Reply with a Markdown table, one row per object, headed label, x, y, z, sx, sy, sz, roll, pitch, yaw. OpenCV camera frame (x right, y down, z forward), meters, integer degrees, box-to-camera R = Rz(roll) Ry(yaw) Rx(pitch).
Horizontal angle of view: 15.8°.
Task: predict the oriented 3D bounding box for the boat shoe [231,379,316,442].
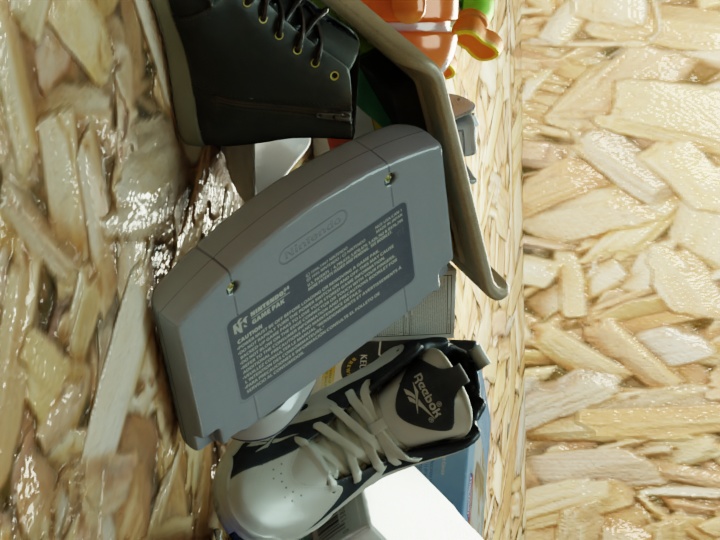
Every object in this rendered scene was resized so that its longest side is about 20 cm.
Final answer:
| label | x | y | z | sx | sy | sz | roll | pitch | yaw |
| --- | --- | --- | --- | --- | --- | --- | --- | --- | --- |
| boat shoe | -0.051 | 0.047 | 1.600 | 0.200 | 0.073 | 0.067 | -80 | 165 | -50 |

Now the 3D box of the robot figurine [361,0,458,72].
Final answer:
| label | x | y | z | sx | sy | sz | roll | pitch | yaw |
| --- | --- | --- | --- | --- | --- | --- | --- | --- | --- |
| robot figurine | 0.015 | -0.214 | 1.880 | 0.116 | 0.144 | 0.201 | -6 | 98 | -52 |

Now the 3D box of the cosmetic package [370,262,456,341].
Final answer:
| label | x | y | z | sx | sy | sz | roll | pitch | yaw |
| --- | --- | --- | --- | --- | --- | --- | --- | --- | --- |
| cosmetic package | 0.000 | 0.000 | 1.702 | 0.200 | 0.082 | 0.051 | -130 | -139 | -72 |

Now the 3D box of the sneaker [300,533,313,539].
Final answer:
| label | x | y | z | sx | sy | sz | roll | pitch | yaw |
| --- | --- | --- | --- | --- | --- | --- | --- | --- | --- |
| sneaker | -0.036 | 0.202 | 1.689 | 0.074 | 0.082 | 0.200 | 82 | 12 | -48 |

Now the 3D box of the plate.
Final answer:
| label | x | y | z | sx | sy | sz | roll | pitch | yaw |
| --- | --- | --- | --- | --- | --- | --- | --- | --- | --- |
| plate | -0.064 | -0.156 | 1.640 | 0.200 | 0.032 | 0.201 | -58 | 148 | -72 |

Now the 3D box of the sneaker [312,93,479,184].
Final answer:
| label | x | y | z | sx | sy | sz | roll | pitch | yaw |
| --- | --- | --- | --- | --- | --- | --- | --- | --- | --- |
| sneaker | 0.029 | -0.094 | 1.980 | 0.200 | 0.115 | 0.075 | -65 | 154 | -69 |

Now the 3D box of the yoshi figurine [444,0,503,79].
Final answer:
| label | x | y | z | sx | sy | sz | roll | pitch | yaw |
| --- | --- | --- | --- | --- | --- | --- | --- | --- | --- |
| yoshi figurine | 0.107 | -0.283 | 2.556 | 0.112 | 0.112 | 0.201 | 107 | -12 | -59 |

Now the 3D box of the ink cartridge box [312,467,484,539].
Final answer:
| label | x | y | z | sx | sy | sz | roll | pitch | yaw |
| --- | --- | --- | --- | --- | --- | --- | --- | --- | --- |
| ink cartridge box | 0.038 | 0.194 | 1.726 | 0.200 | 0.050 | 0.162 | 50 | 13 | -28 |

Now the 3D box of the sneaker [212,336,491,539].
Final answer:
| label | x | y | z | sx | sy | sz | roll | pitch | yaw |
| --- | --- | --- | --- | --- | --- | --- | --- | --- | --- |
| sneaker | 0.006 | 0.096 | 1.582 | 0.199 | 0.130 | 0.080 | -21 | 81 | -43 |

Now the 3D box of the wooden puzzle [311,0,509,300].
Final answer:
| label | x | y | z | sx | sy | sz | roll | pitch | yaw |
| --- | --- | --- | --- | --- | --- | --- | --- | --- | --- |
| wooden puzzle | 0.013 | -0.089 | 1.591 | 0.185 | 0.037 | 0.200 | 45 | -18 | 48 |

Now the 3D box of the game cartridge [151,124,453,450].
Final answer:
| label | x | y | z | sx | sy | sz | roll | pitch | yaw |
| --- | --- | --- | --- | --- | --- | --- | --- | --- | --- |
| game cartridge | -0.032 | 0.004 | 1.488 | 0.200 | 0.041 | 0.133 | -35 | 137 | -24 |

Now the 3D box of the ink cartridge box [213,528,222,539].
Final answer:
| label | x | y | z | sx | sy | sz | roll | pitch | yaw |
| --- | --- | --- | --- | --- | --- | --- | --- | --- | --- |
| ink cartridge box | -0.044 | 0.243 | 1.504 | 0.196 | 0.043 | 0.201 | 124 | -46 | -84 |

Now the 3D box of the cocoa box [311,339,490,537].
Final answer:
| label | x | y | z | sx | sy | sz | roll | pitch | yaw |
| --- | --- | --- | --- | --- | --- | --- | --- | --- | --- |
| cocoa box | 0.024 | 0.165 | 1.915 | 0.134 | 0.131 | 0.201 | 77 | 16 | -57 |

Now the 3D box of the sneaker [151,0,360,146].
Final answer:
| label | x | y | z | sx | sy | sz | roll | pitch | yaw |
| --- | --- | --- | --- | --- | --- | --- | --- | --- | --- |
| sneaker | -0.056 | -0.154 | 1.444 | 0.200 | 0.106 | 0.075 | 82 | 13 | -46 |
